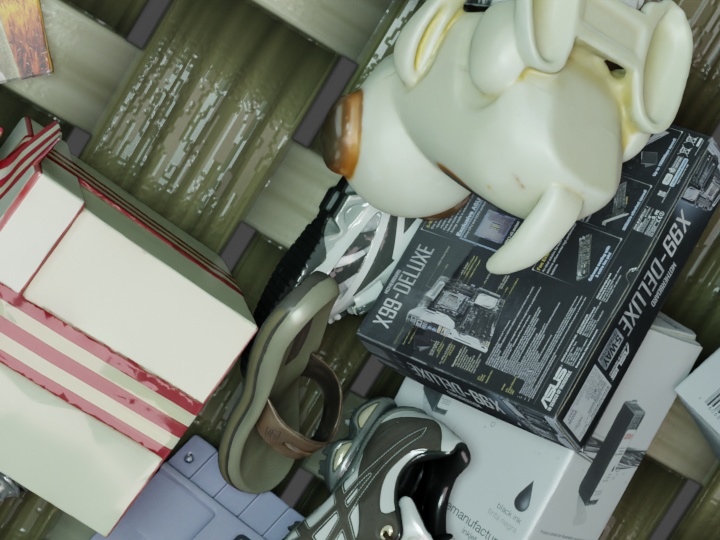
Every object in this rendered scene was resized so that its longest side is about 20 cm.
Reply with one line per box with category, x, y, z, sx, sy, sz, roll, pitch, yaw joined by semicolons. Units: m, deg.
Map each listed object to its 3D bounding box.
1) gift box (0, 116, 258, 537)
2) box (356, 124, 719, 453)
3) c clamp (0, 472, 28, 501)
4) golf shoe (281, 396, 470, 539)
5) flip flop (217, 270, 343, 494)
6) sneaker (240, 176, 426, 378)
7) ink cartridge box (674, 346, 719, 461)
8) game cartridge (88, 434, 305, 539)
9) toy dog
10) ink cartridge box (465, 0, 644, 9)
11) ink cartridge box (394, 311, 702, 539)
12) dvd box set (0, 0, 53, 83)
gift box;-0.181;0.022;1.182;0.186;0.200;0.185;34;91;-17
box;0.111;-0.009;1.217;0.201;0.157;0.050;-60;142;-13
c clamp;-0.272;0.170;1.217;0.201;0.170;0.027;-58;149;-19
golf shoe;0.001;0.176;1.213;0.078;0.094;0.202;32;76;-41
flip flop;-0.038;0.079;1.215;0.057;0.081;0.201;31;139;10
sneaker;0.000;0.000;1.276;0.088;0.074;0.201;33;97;-17
ink cartridge box;0.313;0.077;1.306;0.175;0.084;0.200;-41;152;1
game cartridge;-0.119;0.206;1.245;0.200;0.129;0.039;-45;157;-33
toy dog;0.073;-0.085;1.157;0.139;0.199;0.196;13;77;-39
ink cartridge box;0.078;-0.240;1.220;0.198;0.084;0.148;5;105;-14
ink cartridge box;0.105;0.093;1.280;0.083;0.144;0.201;19;102;-50
dvd box set;-0.270;-0.204;1.182;0.145;0.029;0.202;-10;108;-9
